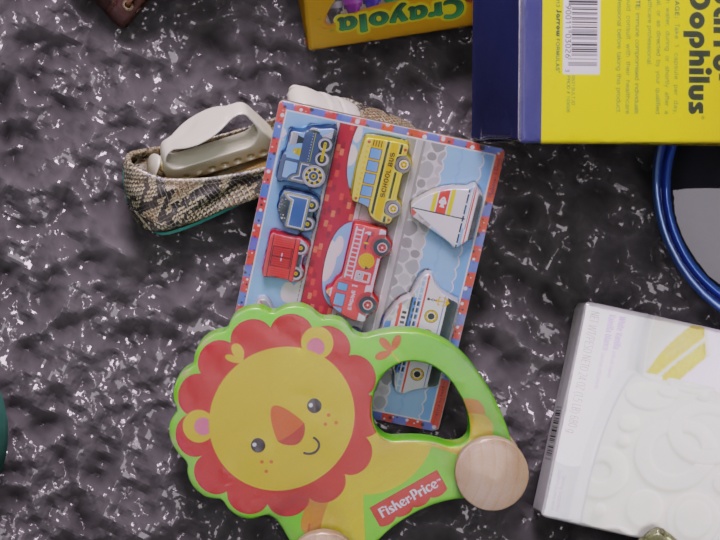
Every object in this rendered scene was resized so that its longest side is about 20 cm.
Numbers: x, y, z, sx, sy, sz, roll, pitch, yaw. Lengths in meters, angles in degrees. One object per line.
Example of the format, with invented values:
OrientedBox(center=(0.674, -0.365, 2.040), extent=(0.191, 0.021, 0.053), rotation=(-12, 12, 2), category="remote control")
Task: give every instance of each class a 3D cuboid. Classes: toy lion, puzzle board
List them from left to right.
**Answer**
OrientedBox(center=(-0.016, 0.101, 1.418), extent=(0.199, 0.069, 0.193), rotation=(-28, 95, 2), category="toy lion")
OrientedBox(center=(0.000, 0.000, 1.425), extent=(0.150, 0.017, 0.201), rotation=(12, 108, -3), category="puzzle board")

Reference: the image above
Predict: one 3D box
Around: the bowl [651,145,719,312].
OrientedBox(center=(0.293, -0.056, 1.461), extent=(0.199, 0.039, 0.202), rotation=(0, 87, -1), category="bowl")

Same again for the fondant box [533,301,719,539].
OrientedBox(center=(0.227, 0.111, 1.441), extent=(0.199, 0.058, 0.145), rotation=(12, 87, -1), category="fondant box")

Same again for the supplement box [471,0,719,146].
OrientedBox(center=(0.179, -0.133, 1.367), extent=(0.199, 0.109, 0.110), rotation=(-1, 94, -12), category="supplement box")

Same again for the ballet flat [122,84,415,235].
OrientedBox(center=(-0.062, -0.081, 1.434), extent=(0.199, 0.068, 0.076), rotation=(-16, 129, 0), category="ballet flat")

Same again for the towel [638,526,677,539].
OrientedBox(center=(0.180, 0.278, 1.422), extent=(0.148, 0.036, 0.200), rotation=(42, 102, -2), category="towel")

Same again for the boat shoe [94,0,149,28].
OrientedBox(center=(-0.102, -0.226, 1.423), extent=(0.199, 0.072, 0.072), rotation=(-32, 99, 25), category="boat shoe")

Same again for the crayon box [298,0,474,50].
OrientedBox(center=(0.019, -0.215, 1.392), extent=(0.126, 0.201, 0.051), rotation=(-10, 47, -3), category="crayon box")

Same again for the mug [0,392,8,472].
OrientedBox(center=(-0.317, 0.098, 1.403), extent=(0.184, 0.114, 0.153), rotation=(29, 87, 1), category="mug")
